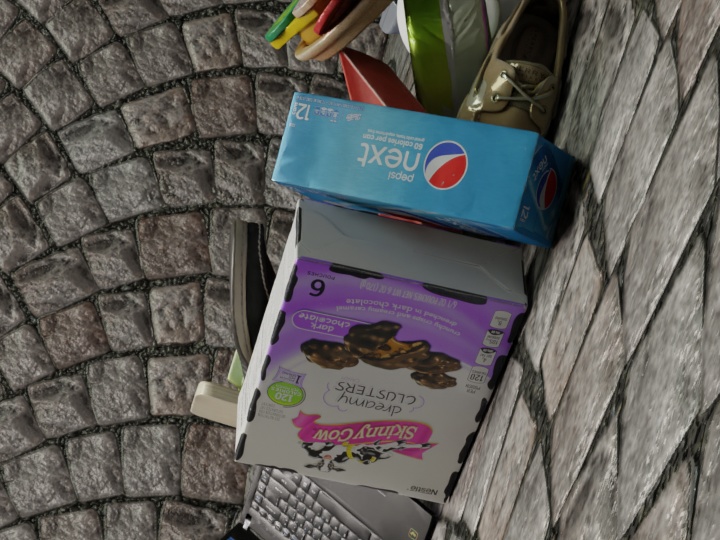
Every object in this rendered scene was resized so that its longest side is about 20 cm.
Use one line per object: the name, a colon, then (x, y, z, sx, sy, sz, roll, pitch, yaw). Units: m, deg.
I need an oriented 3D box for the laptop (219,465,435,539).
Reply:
laptop: (-0.061, 0.234, 1.517, 0.103, 0.177, 0.201, -13, -50, -48)

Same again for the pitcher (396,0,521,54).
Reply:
pitcher: (0.112, -0.259, 1.754, 0.172, 0.121, 0.200, -59, -3, 14)

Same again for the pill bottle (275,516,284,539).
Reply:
pill bottle: (-0.025, 0.209, 1.691, 0.200, 0.112, 0.114, 148, 139, -83)

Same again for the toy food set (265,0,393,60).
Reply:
toy food set: (0.009, -0.245, 1.546, 0.199, 0.049, 0.200, -55, 14, -29)

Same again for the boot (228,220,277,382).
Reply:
boot: (-0.020, 0.041, 1.465, 0.073, 0.149, 0.201, -92, -6, -57)

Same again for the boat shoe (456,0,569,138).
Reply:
boat shoe: (0.116, -0.132, 1.453, 0.065, 0.072, 0.201, 111, 179, -55)

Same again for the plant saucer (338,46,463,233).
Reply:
plant saucer: (0.041, -0.063, 1.516, 0.200, 0.036, 0.201, -119, 13, -64)

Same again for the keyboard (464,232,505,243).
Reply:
keyboard: (0.067, -0.014, 1.600, 0.200, 0.011, 0.057, 15, 87, 68)

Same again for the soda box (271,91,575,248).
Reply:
soda box: (0.041, -0.070, 1.333, 0.064, 0.199, 0.068, 23, -98, -57)

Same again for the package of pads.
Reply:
package of pads: (0.079, -0.160, 1.595, 0.155, 0.068, 0.202, -84, -14, -69)

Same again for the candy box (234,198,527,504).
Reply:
candy box: (0.011, 0.062, 1.392, 0.072, 0.166, 0.201, -90, 15, -51)

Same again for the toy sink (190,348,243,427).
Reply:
toy sink: (-0.044, 0.098, 1.776, 0.130, 0.198, 0.113, 120, 166, -75)

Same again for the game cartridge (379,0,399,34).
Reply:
game cartridge: (0.105, -0.311, 1.850, 0.201, 0.132, 0.042, 111, 146, -40)
